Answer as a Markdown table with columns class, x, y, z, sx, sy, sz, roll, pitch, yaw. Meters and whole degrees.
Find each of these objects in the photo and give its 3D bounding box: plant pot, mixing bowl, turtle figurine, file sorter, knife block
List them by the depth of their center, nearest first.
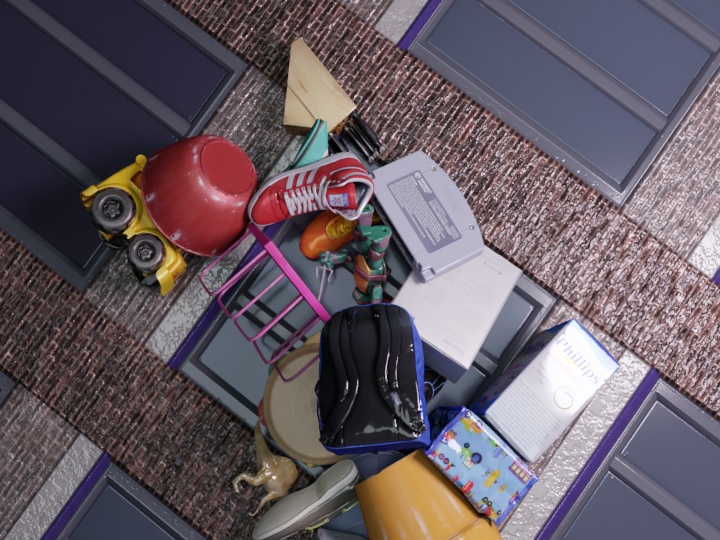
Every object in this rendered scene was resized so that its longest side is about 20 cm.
| class | x | y | z | sx | sy | sz | roll | pitch | yaw |
| --- | --- | --- | --- | --- | --- | --- | --- | --- | --- |
| plant pot | 0.086 | 0.374 | 1.264 | 0.198 | 0.200 | 0.185 | -30 | 78 | -1 |
| file sorter | -0.141 | 0.053 | 1.323 | 0.125 | 0.139 | 0.201 | -40 | 113 | -6 |
| mixing bowl | -0.236 | -0.137 | 1.345 | 0.198 | 0.108 | 0.204 | 21 | 54 | -31 |
| turtle figurine | 0.000 | 0.000 | 1.371 | 0.100 | 0.203 | 0.149 | -26 | 49 | -38 |
| knife block | -0.039 | -0.276 | 1.429 | 0.172 | 0.064 | 0.205 | 5 | 85 | 2 |

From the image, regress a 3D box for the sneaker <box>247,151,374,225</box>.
| class | x | y | z | sx | sy | sz | roll | pitch | yaw |
| --- | --- | --- | --- | --- | --- | --- | --- | --- | --- |
| sneaker | -0.073 | -0.109 | 1.305 | 0.197 | 0.113 | 0.072 | -27 | 128 | -9 |

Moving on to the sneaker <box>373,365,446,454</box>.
| class | x | y | z | sx | sy | sz | roll | pitch | yaw |
| --- | --- | --- | --- | --- | --- | --- | --- | --- | --- |
| sneaker | 0.073 | 0.219 | 1.350 | 0.199 | 0.078 | 0.071 | -36 | 120 | -19 |

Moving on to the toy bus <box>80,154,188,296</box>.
| class | x | y | z | sx | sy | sz | roll | pitch | yaw |
| --- | --- | --- | --- | --- | --- | --- | --- | --- | --- |
| toy bus | -0.330 | -0.089 | 1.400 | 0.191 | 0.136 | 0.201 | -41 | 87 | -18 |

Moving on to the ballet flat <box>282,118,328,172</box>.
| class | x | y | z | sx | sy | sz | roll | pitch | yaw |
| --- | --- | --- | --- | --- | --- | --- | --- | --- | --- |
| ballet flat | -0.091 | -0.159 | 1.389 | 0.070 | 0.068 | 0.200 | 33 | 124 | -13 |

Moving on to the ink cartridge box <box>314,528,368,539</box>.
| class | x | y | z | sx | sy | sz | roll | pitch | yaw |
| --- | --- | --- | --- | --- | --- | --- | --- | --- | --- |
| ink cartridge box | 0.004 | 0.511 | 1.360 | 0.196 | 0.047 | 0.163 | 15 | 98 | -15 |

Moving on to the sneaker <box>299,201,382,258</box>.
| class | x | y | z | sx | sy | sz | roll | pitch | yaw |
| --- | --- | --- | --- | --- | --- | --- | --- | --- | --- |
| sneaker | -0.018 | -0.088 | 1.406 | 0.198 | 0.077 | 0.074 | -33 | 86 | 0 |

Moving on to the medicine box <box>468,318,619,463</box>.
| class | x | y | z | sx | sy | sz | roll | pitch | yaw |
| --- | --- | --- | --- | --- | --- | --- | --- | --- | --- |
| medicine box | 0.274 | 0.187 | 1.311 | 0.103 | 0.182 | 0.200 | 44 | 81 | 5 |

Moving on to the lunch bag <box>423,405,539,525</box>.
| class | x | y | z | sx | sy | sz | roll | pitch | yaw |
| --- | --- | --- | --- | --- | --- | --- | --- | --- | --- |
| lunch bag | 0.171 | 0.279 | 1.304 | 0.150 | 0.200 | 0.094 | 44 | 89 | 1 |

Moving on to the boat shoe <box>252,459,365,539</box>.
| class | x | y | z | sx | sy | sz | roll | pitch | yaw |
| --- | --- | --- | --- | --- | --- | --- | --- | --- | --- |
| boat shoe | -0.078 | 0.376 | 1.334 | 0.200 | 0.072 | 0.061 | -34 | 111 | 6 |

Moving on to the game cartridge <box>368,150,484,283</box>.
| class | x | y | z | sx | sy | sz | roll | pitch | yaw |
| --- | --- | --- | --- | --- | --- | --- | --- | --- | --- |
| game cartridge | 0.104 | -0.089 | 1.347 | 0.131 | 0.042 | 0.202 | -23 | 70 | -22 |

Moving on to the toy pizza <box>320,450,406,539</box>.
| class | x | y | z | sx | sy | sz | roll | pitch | yaw |
| --- | --- | --- | --- | --- | --- | --- | --- | --- | --- |
| toy pizza | 0.030 | 0.388 | 1.381 | 0.196 | 0.032 | 0.205 | 0 | 91 | 2 |

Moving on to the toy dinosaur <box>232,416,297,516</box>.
| class | x | y | z | sx | sy | sz | roll | pitch | yaw |
| --- | --- | --- | --- | --- | --- | --- | --- | --- | --- |
| toy dinosaur | -0.155 | 0.329 | 1.381 | 0.100 | 0.058 | 0.203 | -25 | 105 | -4 |

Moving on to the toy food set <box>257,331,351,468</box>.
| class | x | y | z | sx | sy | sz | roll | pitch | yaw |
| --- | --- | --- | --- | --- | --- | --- | --- | --- | --- |
| toy food set | -0.069 | 0.216 | 1.394 | 0.196 | 0.049 | 0.202 | -33 | 86 | -1 |

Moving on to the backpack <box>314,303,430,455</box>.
| class | x | y | z | sx | sy | sz | roll | pitch | yaw |
| --- | --- | --- | --- | --- | --- | --- | --- | --- | --- |
| backpack | 0.015 | 0.158 | 1.233 | 0.159 | 0.168 | 0.204 | -7 | 73 | 5 |

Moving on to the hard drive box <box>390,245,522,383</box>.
| class | x | y | z | sx | sy | sz | roll | pitch | yaw |
| --- | --- | --- | --- | --- | --- | --- | --- | --- | --- |
| hard drive box | 0.142 | 0.047 | 1.354 | 0.154 | 0.077 | 0.201 | 33 | 64 | 4 |
